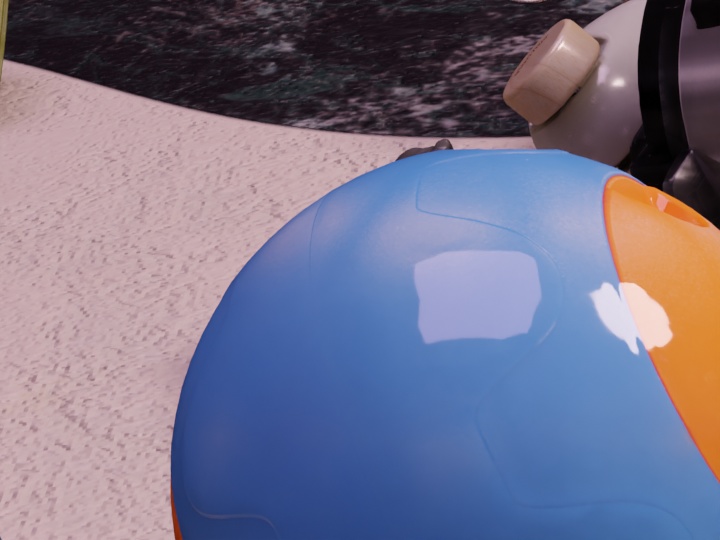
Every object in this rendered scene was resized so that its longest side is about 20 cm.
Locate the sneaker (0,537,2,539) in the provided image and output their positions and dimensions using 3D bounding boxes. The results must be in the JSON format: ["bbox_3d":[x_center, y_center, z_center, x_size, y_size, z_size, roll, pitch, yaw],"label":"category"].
[{"bbox_3d":[-0.194,0.147,0.879,0.200,0.077,0.085,-29,39,-25],"label":"sneaker"}]

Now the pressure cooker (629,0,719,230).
[{"bbox_3d":[0.212,-0.080,1.122,0.175,0.179,0.200,7,-6,-40],"label":"pressure cooker"}]

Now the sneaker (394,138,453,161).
[{"bbox_3d":[0.000,0.000,1.149,0.090,0.076,0.200,-8,20,15],"label":"sneaker"}]

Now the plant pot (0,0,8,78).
[{"bbox_3d":[-0.299,-0.152,1.506,0.199,0.188,0.187,6,22,-6],"label":"plant pot"}]

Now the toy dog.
[{"bbox_3d":[0.120,-0.093,1.305,0.096,0.132,0.200,-40,-5,37],"label":"toy dog"}]

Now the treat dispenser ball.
[{"bbox_3d":[0.041,0.063,0.813,0.200,0.202,0.201,-7,23,3],"label":"treat dispenser ball"}]
